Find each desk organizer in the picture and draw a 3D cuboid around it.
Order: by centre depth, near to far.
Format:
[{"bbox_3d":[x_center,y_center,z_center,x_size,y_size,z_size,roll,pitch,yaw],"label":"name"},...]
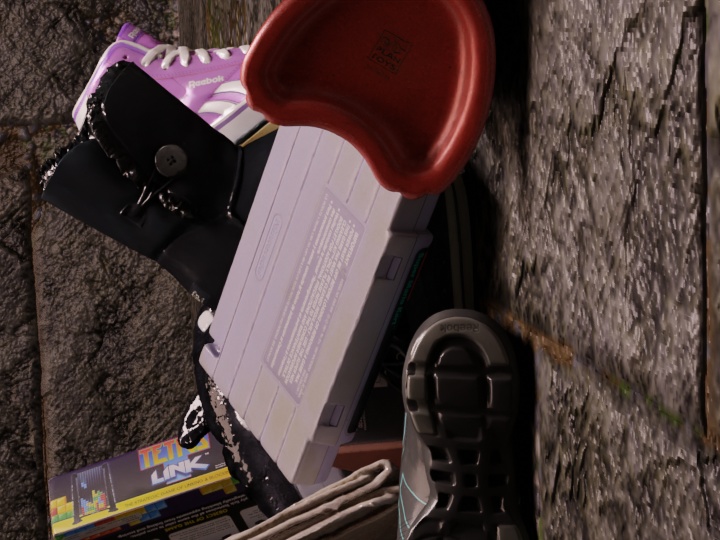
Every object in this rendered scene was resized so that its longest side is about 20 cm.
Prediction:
[{"bbox_3d":[-0.001,0.041,1.271,0.077,0.071,0.201,98,166,-58],"label":"desk organizer"}]

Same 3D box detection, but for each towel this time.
[{"bbox_3d":[-0.021,0.165,1.131,0.035,0.132,0.200,64,-178,17],"label":"towel"}]

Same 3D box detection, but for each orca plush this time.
[{"bbox_3d":[-0.085,0.112,1.311,0.105,0.071,0.201,26,-138,-76],"label":"orca plush"}]

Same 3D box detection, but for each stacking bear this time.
[{"bbox_3d":[0.013,-0.134,1.031,0.114,0.121,0.200,-58,10,16],"label":"stacking bear"}]

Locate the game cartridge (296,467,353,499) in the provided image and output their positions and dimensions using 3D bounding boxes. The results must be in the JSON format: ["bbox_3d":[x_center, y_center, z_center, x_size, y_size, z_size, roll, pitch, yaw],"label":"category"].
[{"bbox_3d":[-0.034,0.091,1.316,0.201,0.041,0.133,67,-166,0],"label":"game cartridge"}]

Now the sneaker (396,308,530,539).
[{"bbox_3d":[0.055,0.117,1.006,0.079,0.075,0.201,-58,-27,-83],"label":"sneaker"}]

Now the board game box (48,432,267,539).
[{"bbox_3d":[-0.108,0.189,1.440,0.166,0.199,0.057,67,-174,-48],"label":"board game box"}]

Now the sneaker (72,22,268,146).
[{"bbox_3d":[-0.106,-0.137,1.310,0.114,0.200,0.073,56,-175,1],"label":"sneaker"}]

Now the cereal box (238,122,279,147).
[{"bbox_3d":[-0.054,-0.077,1.366,0.040,0.144,0.200,50,168,1],"label":"cereal box"}]

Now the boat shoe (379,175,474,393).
[{"bbox_3d":[0.033,0.041,1.094,0.075,0.062,0.201,173,92,-79],"label":"boat shoe"}]

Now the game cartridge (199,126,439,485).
[{"bbox_3d":[-0.024,0.005,1.084,0.130,0.038,0.200,45,124,40],"label":"game cartridge"}]

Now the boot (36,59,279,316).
[{"bbox_3d":[-0.086,-0.083,1.219,0.200,0.168,0.076,-53,2,-13],"label":"boot"}]
